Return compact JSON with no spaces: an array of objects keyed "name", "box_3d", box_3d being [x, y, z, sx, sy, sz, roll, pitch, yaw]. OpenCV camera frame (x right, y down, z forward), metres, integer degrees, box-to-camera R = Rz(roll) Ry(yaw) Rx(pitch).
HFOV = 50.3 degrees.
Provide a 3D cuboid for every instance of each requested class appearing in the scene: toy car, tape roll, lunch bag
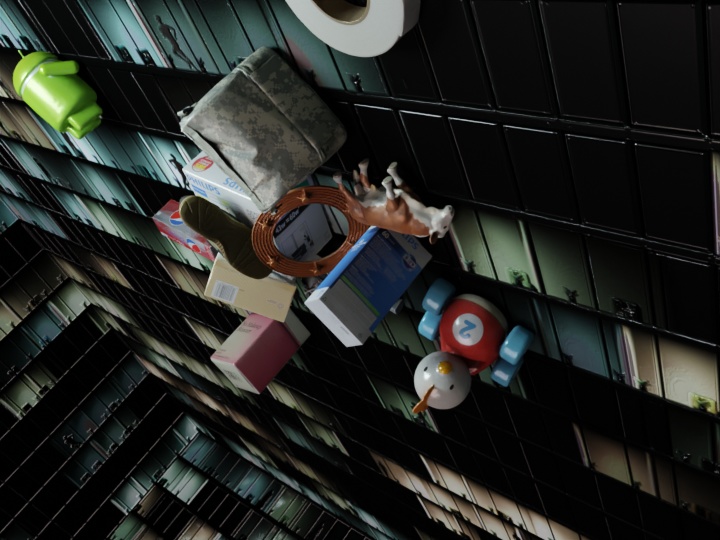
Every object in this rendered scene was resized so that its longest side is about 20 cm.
[{"name":"toy car","box_3d":[0.151,0.154,1.264,0.184,0.200,0.177,31,154,17]},{"name":"tape roll","box_3d":[-0.021,-0.342,0.891,0.202,0.037,0.203,32,153,18]},{"name":"lunch bag","box_3d":[-0.149,-0.204,1.139,0.200,0.168,0.139,48,154,-14]}]

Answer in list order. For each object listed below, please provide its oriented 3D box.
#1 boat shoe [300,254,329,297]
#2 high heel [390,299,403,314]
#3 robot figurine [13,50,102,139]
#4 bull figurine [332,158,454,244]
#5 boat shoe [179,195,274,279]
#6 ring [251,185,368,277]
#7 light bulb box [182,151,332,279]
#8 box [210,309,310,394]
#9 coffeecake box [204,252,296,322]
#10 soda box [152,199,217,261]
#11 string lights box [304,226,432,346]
[{"name":"boat shoe","box_3d":[-0.079,0.029,1.488,0.071,0.068,0.200,11,155,38]},{"name":"high heel","box_3d":[0.000,0.000,1.377,0.142,0.072,0.200,27,157,25]},{"name":"robot figurine","box_3d":[-0.638,-0.372,1.606,0.200,0.116,0.175,43,154,-4]},{"name":"bull figurine","box_3d":[0.047,-0.103,1.155,0.199,0.065,0.122,9,137,45]},{"name":"boat shoe","box_3d":[-0.227,-0.063,1.310,0.201,0.072,0.066,41,-175,-30]},{"name":"ring","box_3d":[-0.082,-0.059,1.287,0.201,0.199,0.019,70,-176,-46]},{"name":"light bulb box","box_3d":[-0.181,-0.119,1.371,0.198,0.125,0.200,24,149,32]},{"name":"box","box_3d":[-0.242,0.183,1.858,0.128,0.200,0.109,3,136,52]},{"name":"coffeecake box","box_3d":[-0.205,0.017,1.455,0.153,0.073,0.200,19,-171,-9]},{"name":"soda box","box_3d":[-0.381,-0.090,1.761,0.199,0.070,0.064,26,151,29]},{"name":"string lights box","box_3d":[0.016,0.013,1.223,0.103,0.200,0.059,47,153,-13]}]
